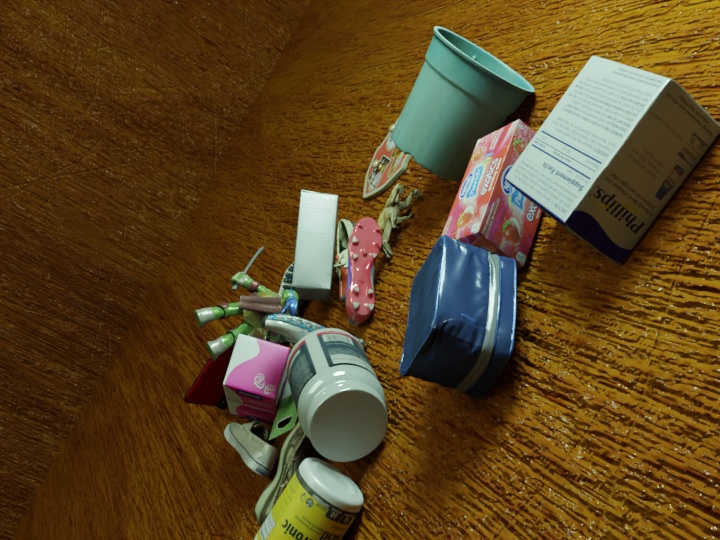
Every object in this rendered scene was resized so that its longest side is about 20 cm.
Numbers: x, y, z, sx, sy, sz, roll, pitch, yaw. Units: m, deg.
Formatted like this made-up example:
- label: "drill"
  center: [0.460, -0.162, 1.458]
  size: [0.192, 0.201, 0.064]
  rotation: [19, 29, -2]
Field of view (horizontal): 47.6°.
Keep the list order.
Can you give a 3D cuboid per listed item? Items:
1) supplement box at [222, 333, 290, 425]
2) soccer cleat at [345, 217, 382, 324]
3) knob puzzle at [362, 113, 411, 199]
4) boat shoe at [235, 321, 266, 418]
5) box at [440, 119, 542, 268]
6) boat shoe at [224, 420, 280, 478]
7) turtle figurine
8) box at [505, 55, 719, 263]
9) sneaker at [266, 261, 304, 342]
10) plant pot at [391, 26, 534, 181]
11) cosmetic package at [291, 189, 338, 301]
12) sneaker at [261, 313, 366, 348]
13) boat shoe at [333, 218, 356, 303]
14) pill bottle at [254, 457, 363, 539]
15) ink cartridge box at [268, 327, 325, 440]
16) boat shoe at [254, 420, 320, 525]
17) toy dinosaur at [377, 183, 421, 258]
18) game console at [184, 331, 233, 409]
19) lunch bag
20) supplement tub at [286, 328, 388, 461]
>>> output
- label: "supplement box"
  center: [-0.190, 0.209, 1.530]
  size: [0.201, 0.099, 0.105]
  rotation: [99, -174, -64]
- label: "soccer cleat"
  center: [0.000, 0.000, 1.512]
  size: [0.077, 0.065, 0.204]
  rotation: [130, 147, -61]
- label: "knob puzzle"
  center: [0.057, -0.244, 1.759]
  size: [0.220, 0.030, 0.222]
  rotation: [-46, 27, 31]
- label: "boat shoe"
  center: [-0.225, 0.211, 1.731]
  size: [0.075, 0.073, 0.204]
  rotation: [-9, 78, 58]
- label: "box"
  center: [0.203, -0.103, 1.191]
  size: [0.099, 0.095, 0.203]
  rotation: [-18, 44, 58]
- label: "boat shoe"
  center: [-0.204, 0.326, 1.573]
  size: [0.070, 0.071, 0.199]
  rotation: [-55, 25, -5]
- label: "turtle figurine"
  center: [-0.221, 0.086, 1.589]
  size: [0.191, 0.146, 0.200]
  rotation: [-23, 36, -18]
- label: "box"
  center: [0.307, -0.143, 1.021]
  size: [0.201, 0.104, 0.184]
  rotation: [-54, 24, 11]
- label: "sneaker"
  center: [-0.159, 0.059, 1.789]
  size: [0.203, 0.077, 0.086]
  rotation: [-65, 20, -13]
- label: "plant pot"
  center: [0.160, -0.276, 1.395]
  size: [0.198, 0.198, 0.201]
  rotation: [-57, 22, 23]
- label: "cosmetic package"
  center: [-0.092, -0.047, 1.660]
  size: [0.107, 0.088, 0.204]
  rotation: [106, 171, -72]
- label: "sneaker"
  center: [-0.083, 0.133, 1.396]
  size: [0.075, 0.197, 0.088]
  rotation: [7, 77, 65]
- label: "boat shoe"
  center: [-0.024, -0.018, 1.615]
  size: [0.071, 0.062, 0.202]
  rotation: [-37, 33, 38]
- label: "pill bottle"
  center: [-0.089, 0.389, 1.200]
  size: [0.202, 0.110, 0.111]
  rotation: [-58, 23, 5]
- label: "ink cartridge box"
  center: [-0.094, 0.215, 1.481]
  size: [0.103, 0.059, 0.203]
  rotation: [-33, 34, 51]
- label: "boat shoe"
  center: [-0.100, 0.341, 1.348]
  size: [0.074, 0.074, 0.205]
  rotation: [25, 91, 53]
- label: "toy dinosaur"
  center: [0.065, -0.124, 1.563]
  size: [0.101, 0.058, 0.203]
  rotation: [-37, 32, 45]
- label: "game console"
  center: [-0.311, 0.204, 1.875]
  size: [0.201, 0.118, 0.173]
  rotation: [-54, 23, 11]
- label: "lunch bag"
  center: [0.141, 0.059, 1.095]
  size: [0.137, 0.130, 0.202]
  rotation: [119, 168, -49]
- label: "supplement tub"
  center: [-0.038, 0.192, 1.291]
  size: [0.141, 0.139, 0.200]
  rotation: [-54, 23, 11]
